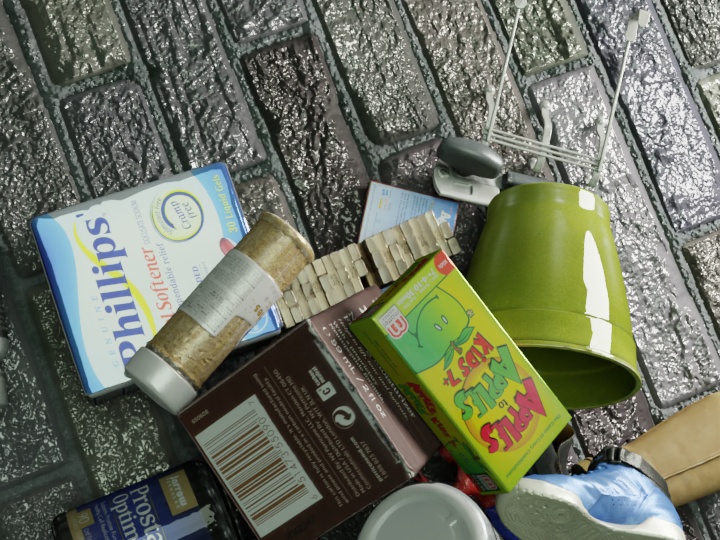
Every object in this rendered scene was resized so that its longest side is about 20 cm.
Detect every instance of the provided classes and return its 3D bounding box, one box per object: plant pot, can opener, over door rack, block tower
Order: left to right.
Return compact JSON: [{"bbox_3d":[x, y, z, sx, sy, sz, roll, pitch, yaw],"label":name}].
[{"bbox_3d":[0.000,0.000,1.242,0.199,0.058,0.054,-23,85,-15],"label":"block tower"},{"bbox_3d":[0.172,-0.088,1.305,0.199,0.067,0.053,15,55,-13],"label":"can opener"},{"bbox_3d":[0.189,0.021,1.236,0.199,0.200,0.194,10,67,-9],"label":"plant pot"},{"bbox_3d":[0.218,-0.207,1.325,0.147,0.067,0.201,14,98,-8],"label":"over door rack"}]

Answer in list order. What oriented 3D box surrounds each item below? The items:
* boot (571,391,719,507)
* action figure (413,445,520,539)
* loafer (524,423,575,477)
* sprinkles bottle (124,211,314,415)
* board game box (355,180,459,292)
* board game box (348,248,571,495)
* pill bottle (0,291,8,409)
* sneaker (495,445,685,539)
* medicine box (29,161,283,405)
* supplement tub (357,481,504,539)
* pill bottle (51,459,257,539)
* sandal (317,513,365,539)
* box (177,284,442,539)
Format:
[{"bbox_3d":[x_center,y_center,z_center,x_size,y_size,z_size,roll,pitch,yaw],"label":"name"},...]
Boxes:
[{"bbox_3d":[0.345,0.243,1.282,0.199,0.066,0.176,-20,85,-15],"label":"boot"},{"bbox_3d":[0.133,0.240,1.247,0.065,0.099,0.200,-49,114,-17],"label":"action figure"},{"bbox_3d":[0.188,0.184,1.218,0.072,0.073,0.200,-33,125,10],"label":"loafer"},{"bbox_3d":[-0.129,0.038,1.115,0.068,0.068,0.200,41,75,-2],"label":"sprinkles bottle"},{"bbox_3d":[0.038,0.012,1.284,0.102,0.019,0.201,13,78,-7],"label":"board game box"},{"bbox_3d":[0.092,0.092,1.084,0.102,0.048,0.200,-43,100,-29],"label":"board game box"},{"bbox_3d":[-0.398,0.038,1.145,0.112,0.113,0.201,-10,81,-13],"label":"pill bottle"},{"bbox_3d":[0.221,0.220,1.183,0.199,0.077,0.112,15,35,-10],"label":"sneaker"},{"bbox_3d":[-0.203,0.014,1.193,0.199,0.103,0.183,-19,84,-15],"label":"medicine box"},{"bbox_3d":[0.081,0.278,1.073,0.122,0.200,0.123,-11,56,17],"label":"supplement tub"},{"bbox_3d":[-0.183,0.250,1.151,0.199,0.112,0.112,-22,85,-14],"label":"pill bottle"},{"bbox_3d":[0.008,0.339,1.214,0.075,0.045,0.201,-13,69,-18],"label":"sandal"},{"bbox_3d":[-0.030,0.136,1.127,0.164,0.200,0.166,-36,86,20],"label":"box"}]
